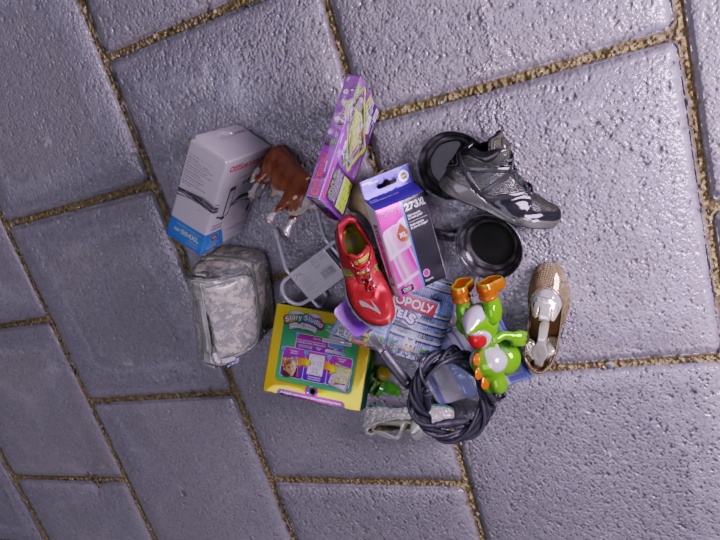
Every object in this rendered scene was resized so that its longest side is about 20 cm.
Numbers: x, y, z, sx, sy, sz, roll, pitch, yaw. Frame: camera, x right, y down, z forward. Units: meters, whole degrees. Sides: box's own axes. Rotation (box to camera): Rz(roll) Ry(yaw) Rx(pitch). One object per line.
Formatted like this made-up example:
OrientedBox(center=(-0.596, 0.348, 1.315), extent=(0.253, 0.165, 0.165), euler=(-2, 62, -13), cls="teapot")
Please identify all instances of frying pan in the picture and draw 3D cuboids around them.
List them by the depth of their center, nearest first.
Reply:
OrientedBox(center=(0.136, -0.141, 1.028), extent=(0.114, 0.031, 0.191), euler=(27, 118, 5), cls="frying pan")
OrientedBox(center=(0.184, -0.038, 1.051), extent=(0.189, 0.031, 0.116), euler=(-4, 112, 34), cls="frying pan")

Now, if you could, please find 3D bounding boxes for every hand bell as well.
OrientedBox(center=(-0.040, -0.138, 1.095), extent=(0.199, 0.104, 0.105), euler=(13, 118, 31), cls="hand bell")

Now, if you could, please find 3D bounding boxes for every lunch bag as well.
OrientedBox(center=(-0.265, 0.070, 1.226), extent=(0.138, 0.168, 0.201), euler=(8, 116, 21), cls="lunch bag")

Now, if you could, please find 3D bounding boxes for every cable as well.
OrientedBox(center=(0.159, 0.223, 1.113), extent=(0.163, 0.051, 0.200), euler=(-44, 116, 8), cls="cable")

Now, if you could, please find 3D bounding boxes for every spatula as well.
OrientedBox(center=(0.032, 0.129, 1.072), extent=(0.056, 0.021, 0.200), euler=(-40, 107, -11), cls="spatula")

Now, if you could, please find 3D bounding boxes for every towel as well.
OrientedBox(center=(0.197, 0.169, 1.150), extent=(0.199, 0.024, 0.147), euler=(-24, 102, 30), cls="towel")

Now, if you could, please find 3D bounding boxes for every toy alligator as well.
OrientedBox(center=(-0.008, 0.196, 1.234), extent=(0.200, 0.054, 0.059), euler=(37, 122, 5), cls="toy alligator")

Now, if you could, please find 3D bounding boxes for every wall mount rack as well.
OrientedBox(center=(-0.085, -0.029, 1.163), extent=(0.200, 0.075, 0.174), euler=(-35, 99, 32), cls="wall mount rack")

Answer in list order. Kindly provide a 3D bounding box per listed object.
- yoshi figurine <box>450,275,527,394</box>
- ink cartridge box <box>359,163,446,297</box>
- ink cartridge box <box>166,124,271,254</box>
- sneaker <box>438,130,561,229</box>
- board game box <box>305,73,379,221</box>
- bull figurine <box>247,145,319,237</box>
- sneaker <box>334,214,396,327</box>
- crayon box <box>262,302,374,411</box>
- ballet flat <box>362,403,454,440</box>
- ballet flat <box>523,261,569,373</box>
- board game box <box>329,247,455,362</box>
OrientedBox(center=(0.222, 0.106, 1.056), extent=(0.111, 0.112, 0.201), euler=(-15, 102, -5), cls="yoshi figurine")
OrientedBox(center=(0.071, -0.064, 1.017), extent=(0.037, 0.094, 0.201), euler=(17, 128, 66), cls="ink cartridge box")
OrientedBox(center=(-0.260, -0.150, 1.138), extent=(0.084, 0.146, 0.201), euler=(32, 122, 10), cls="ink cartridge box")
OrientedBox(center=(0.232, -0.139, 0.954), extent=(0.198, 0.076, 0.115), euler=(25, 121, 0), cls="sneaker")
OrientedBox(center=(-0.025, -0.189, 0.979), extent=(0.032, 0.120, 0.201), euler=(17, 83, 14), cls="board game box")
OrientedBox(center=(-0.125, -0.140, 1.086), extent=(0.122, 0.065, 0.200), euler=(-47, 50, 10), cls="bull figurine")
OrientedBox(center=(0.000, 0.000, 1.022), extent=(0.077, 0.085, 0.201), euler=(-21, 73, -5), cls="sneaker")
OrientedBox(center=(-0.076, 0.163, 1.199), extent=(0.199, 0.058, 0.174), euler=(9, 88, 13), cls="crayon box")
OrientedBox(center=(0.093, 0.306, 1.231), extent=(0.199, 0.072, 0.072), euler=(-7, 109, 28), cls="ballet flat")
OrientedBox(center=(0.311, 0.087, 1.038), extent=(0.070, 0.065, 0.201), euler=(4, 114, 19), cls="ballet flat")
OrientedBox(center=(0.068, 0.046, 1.102), extent=(0.199, 0.062, 0.201), euler=(18, 100, 8), cls="board game box")
